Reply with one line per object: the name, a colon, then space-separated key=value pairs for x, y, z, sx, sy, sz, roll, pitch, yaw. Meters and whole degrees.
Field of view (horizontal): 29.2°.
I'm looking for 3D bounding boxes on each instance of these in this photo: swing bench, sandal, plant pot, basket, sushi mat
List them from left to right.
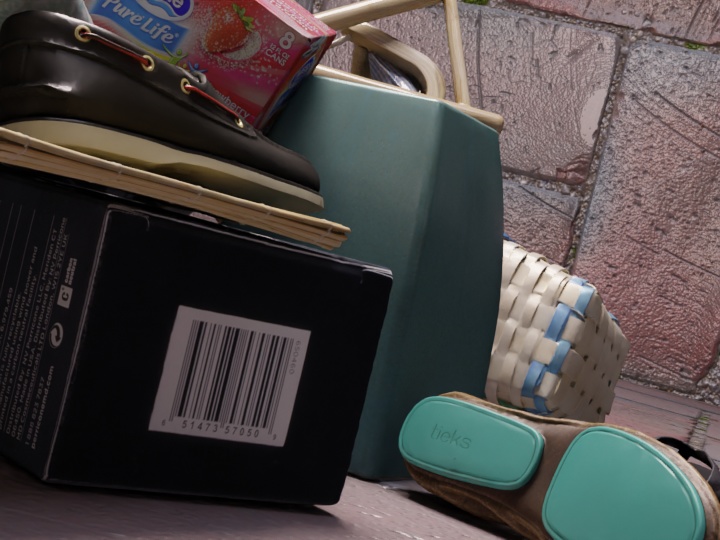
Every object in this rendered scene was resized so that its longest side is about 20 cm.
sushi mat: x=-0.096 y=-0.035 z=0.509 sx=0.095 sy=0.012 sz=0.199 roll=15 pitch=1 yaw=34
swing bench: x=-0.019 y=-0.101 z=0.987 sx=0.198 sy=0.131 sz=0.199 roll=-1 pitch=-28 yaw=-8
plant pot: x=0.000 y=0.000 z=0.793 sx=0.140 sy=0.202 sz=0.141 roll=15 pitch=1 yaw=28
basket: x=0.083 y=0.044 z=1.010 sx=0.199 sy=0.140 sz=0.176 roll=23 pitch=-10 yaw=32
sandal: x=0.206 y=0.134 z=0.896 sx=0.075 sy=0.043 sz=0.200 roll=15 pitch=1 yaw=22

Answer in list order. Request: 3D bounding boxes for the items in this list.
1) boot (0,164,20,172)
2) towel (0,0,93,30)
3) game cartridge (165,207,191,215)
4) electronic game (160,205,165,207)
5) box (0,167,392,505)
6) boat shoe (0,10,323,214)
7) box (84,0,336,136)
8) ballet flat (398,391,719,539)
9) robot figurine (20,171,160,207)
boot: x=-0.296 y=-0.072 z=0.725 sx=0.198 sy=0.069 sz=0.189 roll=-20 pitch=52 yaw=-15
towel: x=-0.217 y=-0.130 z=0.614 sx=0.198 sy=0.049 sz=0.171 roll=12 pitch=-19 yaw=8
game cartridge: x=-0.202 y=-0.123 z=1.040 sx=0.201 sy=0.041 sz=0.133 roll=56 pitch=-15 yaw=-29
electronic game: x=-0.181 y=-0.109 z=0.922 sx=0.198 sy=0.042 sz=0.201 roll=8 pitch=-37 yaw=6
box: x=-0.110 y=0.022 z=0.617 sx=0.148 sy=0.108 sz=0.199 roll=13 pitch=1 yaw=-42
boat shoe: x=-0.082 y=-0.063 z=0.629 sx=0.073 sy=0.064 sz=0.201 roll=-8 pitch=-14 yaw=34
box: x=-0.123 y=-0.151 z=0.784 sx=0.199 sy=0.100 sz=0.095 roll=36 pitch=15 yaw=1
ballet flat: x=0.101 y=0.107 z=0.648 sx=0.072 sy=0.068 sz=0.199 roll=38 pitch=-18 yaw=-36
robot figurine: x=-0.195 y=-0.014 z=0.821 sx=0.198 sy=0.152 sz=0.125 roll=14 pitch=13 yaw=-29
